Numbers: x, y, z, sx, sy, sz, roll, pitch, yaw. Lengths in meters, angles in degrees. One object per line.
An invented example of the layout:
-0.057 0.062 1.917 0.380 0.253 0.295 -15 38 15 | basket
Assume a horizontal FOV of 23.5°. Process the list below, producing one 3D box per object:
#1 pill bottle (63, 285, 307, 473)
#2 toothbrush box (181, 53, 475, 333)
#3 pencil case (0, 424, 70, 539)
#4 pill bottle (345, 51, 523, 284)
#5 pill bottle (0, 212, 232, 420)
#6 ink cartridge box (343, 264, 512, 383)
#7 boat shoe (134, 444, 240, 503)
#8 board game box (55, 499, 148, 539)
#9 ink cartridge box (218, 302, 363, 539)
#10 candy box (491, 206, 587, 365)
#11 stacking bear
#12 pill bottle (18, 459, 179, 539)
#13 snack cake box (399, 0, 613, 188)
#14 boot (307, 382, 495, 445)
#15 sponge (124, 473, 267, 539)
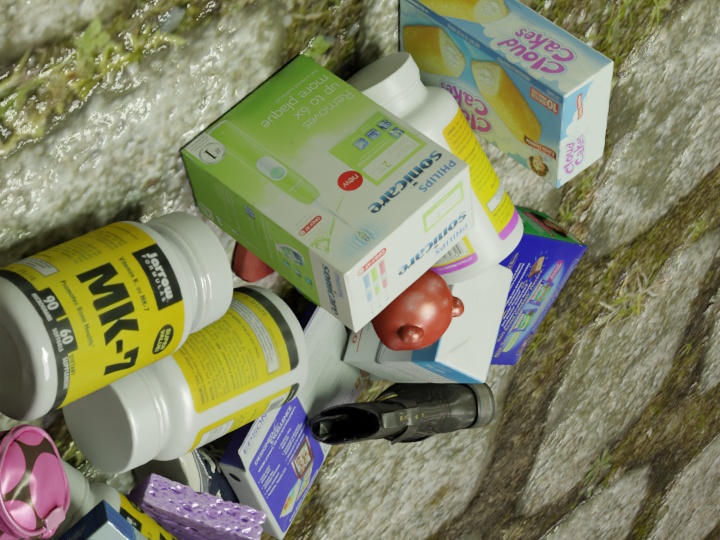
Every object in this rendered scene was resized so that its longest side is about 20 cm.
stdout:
-0.151 0.095 1.507 0.200 0.114 0.115 -24 140 -42 | pill bottle
-0.026 -0.068 1.440 0.146 0.200 0.086 -40 149 -20 | toothbrush box
-0.311 0.185 1.313 0.199 0.094 0.091 -21 -177 30 | pencil case
0.060 -0.094 1.563 0.104 0.104 0.200 -40 113 -23 | pill bottle
-0.204 0.029 1.357 0.200 0.114 0.115 -26 142 -41 | pill bottle
0.053 0.048 1.717 0.067 0.200 0.116 23 74 -31 | ink cartridge box
-0.160 0.191 1.673 0.093 0.075 0.200 -48 157 -31 | boat shoe
-0.213 0.318 1.406 0.200 0.043 0.199 -41 114 3 | board game box
-0.069 0.136 1.708 0.199 0.043 0.200 -61 157 -26 | ink cartridge box
0.142 0.015 1.908 0.200 0.077 0.169 7 117 -59 | candy box
0.000 0.000 1.551 0.121 0.200 0.114 -26 142 -40 | stacking bear
-0.214 0.252 1.467 0.200 0.114 0.114 43 83 -25 | pill bottle
0.126 -0.177 1.544 0.067 0.200 0.115 -36 147 -28 | snack cake box
0.019 0.145 1.744 0.174 0.200 0.070 -6 83 -37 | boot
-0.168 0.232 1.571 0.200 0.111 0.030 141 -34 -62 | sponge
